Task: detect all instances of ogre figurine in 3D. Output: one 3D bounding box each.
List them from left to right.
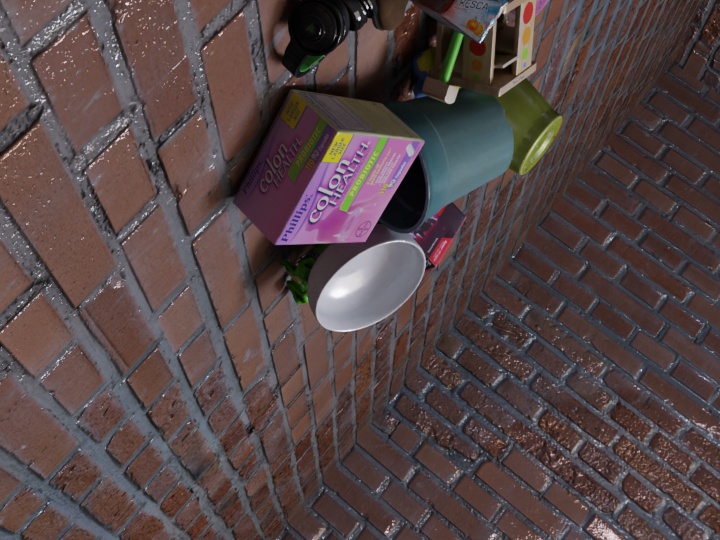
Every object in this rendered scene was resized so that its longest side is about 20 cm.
[{"bbox_3d":[-0.064,-0.006,1.761,0.120,0.098,0.200,-37,150,-14],"label":"ogre figurine"}]

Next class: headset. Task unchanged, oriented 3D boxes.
[{"bbox_3d":[-0.039,-0.309,1.210,0.124,0.094,0.200,-47,-179,-37],"label":"headset"}]

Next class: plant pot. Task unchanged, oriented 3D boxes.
[{"bbox_3d":[0.113,-0.182,1.586,0.195,0.201,0.201,-23,152,-30],"label":"plant pot"},{"bbox_3d":[0.258,-0.281,1.919,0.201,0.193,0.201,-48,165,-17],"label":"plant pot"}]

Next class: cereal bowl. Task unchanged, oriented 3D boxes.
[{"bbox_3d":[0.000,0.000,1.656,0.199,0.084,0.201,-21,144,-16],"label":"cereal bowl"}]

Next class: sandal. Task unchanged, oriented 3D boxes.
[{"bbox_3d":[0.123,-0.300,1.699,0.087,0.080,0.200,-18,165,21],"label":"sandal"}]

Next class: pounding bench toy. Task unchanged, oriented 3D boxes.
[{"bbox_3d":[0.166,-0.349,1.534,0.200,0.124,0.157,-39,139,-43],"label":"pounding bench toy"}]

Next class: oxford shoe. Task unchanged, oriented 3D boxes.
[{"bbox_3d":[0.066,-0.373,1.313,0.073,0.084,0.200,-43,165,-38],"label":"oxford shoe"}]

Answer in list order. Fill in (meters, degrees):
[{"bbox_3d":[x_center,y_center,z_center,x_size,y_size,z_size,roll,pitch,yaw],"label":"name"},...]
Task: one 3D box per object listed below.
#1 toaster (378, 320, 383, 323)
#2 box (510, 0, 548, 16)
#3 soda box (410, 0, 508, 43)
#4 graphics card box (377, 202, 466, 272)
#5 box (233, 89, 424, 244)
[{"bbox_3d":[0.042,0.016,2.111,0.129,0.113,0.200,-49,164,-24],"label":"toaster"},{"bbox_3d":[0.288,-0.523,1.632,0.176,0.097,0.200,-49,165,-13],"label":"box"},{"bbox_3d":[0.121,-0.354,1.363,0.064,0.068,0.200,-54,-158,11],"label":"soda box"},{"bbox_3d":[0.074,-0.108,1.714,0.051,0.200,0.126,-24,-155,53],"label":"graphics card box"},{"bbox_3d":[-0.040,-0.134,1.407,0.199,0.097,0.176,-2,130,-53],"label":"box"}]
